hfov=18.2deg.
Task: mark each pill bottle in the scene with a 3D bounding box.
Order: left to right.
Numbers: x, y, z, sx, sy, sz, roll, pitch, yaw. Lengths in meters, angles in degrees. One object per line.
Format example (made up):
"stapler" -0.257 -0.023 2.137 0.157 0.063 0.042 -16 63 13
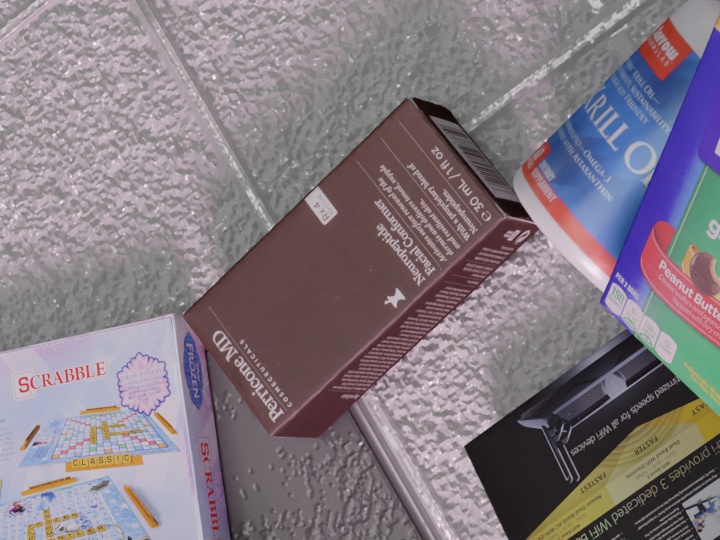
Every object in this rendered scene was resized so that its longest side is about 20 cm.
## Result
"pill bottle" 0.190 -0.082 1.261 0.200 0.112 0.112 -46 70 13

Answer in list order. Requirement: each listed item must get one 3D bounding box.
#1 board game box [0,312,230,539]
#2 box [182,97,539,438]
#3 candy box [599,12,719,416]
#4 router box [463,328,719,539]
"board game box" -0.183 0.144 1.440 0.199 0.041 0.201 -11 81 22
"box" 0.000 0.000 1.358 0.200 0.075 0.100 -45 71 16
"candy box" 0.227 -0.013 1.126 0.169 0.077 0.201 45 134 30
"router box" 0.174 0.112 1.259 0.200 0.052 0.158 -37 55 17
